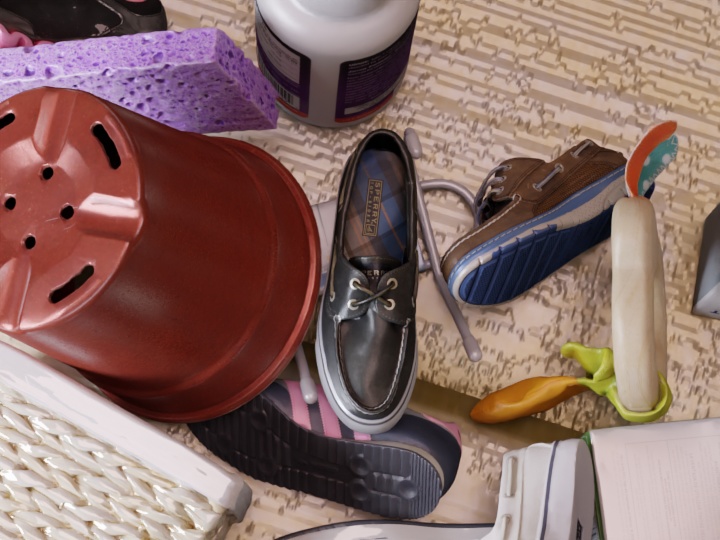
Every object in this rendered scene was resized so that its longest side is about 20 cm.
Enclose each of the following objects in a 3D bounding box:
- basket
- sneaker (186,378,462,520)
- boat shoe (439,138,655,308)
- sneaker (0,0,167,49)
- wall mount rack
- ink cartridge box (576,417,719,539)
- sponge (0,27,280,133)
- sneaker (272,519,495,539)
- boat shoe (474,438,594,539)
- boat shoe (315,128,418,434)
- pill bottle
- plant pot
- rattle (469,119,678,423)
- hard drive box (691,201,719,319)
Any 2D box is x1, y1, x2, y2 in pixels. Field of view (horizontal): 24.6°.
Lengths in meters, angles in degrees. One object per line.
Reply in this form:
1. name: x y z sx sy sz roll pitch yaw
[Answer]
1. basket: -0.184 0.145 1.070 0.199 0.136 0.124 30 80 5
2. sneaker: -0.025 0.108 1.130 0.199 0.082 0.071 20 119 16
3. boat shoe: 0.116 -0.037 1.145 0.199 0.073 0.072 -24 60 -41
4. sneaker: -0.224 -0.178 1.170 0.198 0.079 0.096 11 66 -25
5. wall mount rack: 0.000 0.000 1.145 0.198 0.075 0.175 -14 77 -5
6. ink cartridge box: 0.253 0.154 1.124 0.198 0.059 0.105 -5 76 -4
7. sponge: -0.166 -0.122 1.120 0.198 0.112 0.030 -2 72 18
8. sneaker: 0.032 0.241 1.083 0.200 0.077 0.148 2 73 -4
9. boat shoe: 0.101 0.188 1.032 0.069 0.071 0.201 -6 44 21
10. boat shoe: 0.006 0.004 1.080 0.068 0.057 0.202 2 73 -2
11. pill bottle: -0.016 -0.182 1.119 0.110 0.200 0.112 1 75 -3
12. plant pot: -0.153 -0.016 1.045 0.199 0.195 0.203 -6 75 22
13. rattle: 0.149 0.000 1.122 0.142 0.130 0.202 3 112 31
14. hard drive box: 0.323 -0.014 1.100 0.154 0.200 0.077 11 75 1
